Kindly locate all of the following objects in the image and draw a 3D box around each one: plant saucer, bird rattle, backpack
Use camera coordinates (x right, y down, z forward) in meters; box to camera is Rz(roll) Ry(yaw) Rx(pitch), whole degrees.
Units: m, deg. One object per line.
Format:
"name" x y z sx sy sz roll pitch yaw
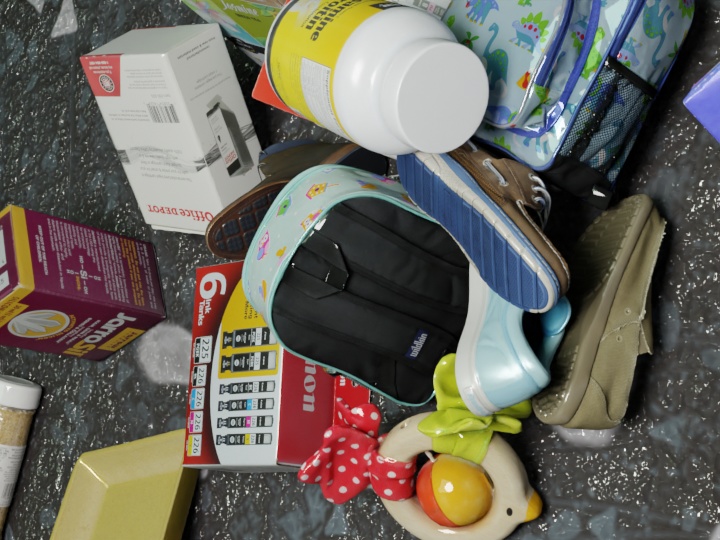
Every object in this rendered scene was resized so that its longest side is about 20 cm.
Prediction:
"plant saucer" -0.250 0.279 1.230 0.199 0.048 0.201 -18 46 38
"bird rattle" 0.058 0.166 0.959 0.199 0.113 0.164 -31 101 23
"backpack" 0.000 0.000 1.008 0.176 0.199 0.153 -58 39 15
"backpack" 0.159 -0.183 0.941 0.183 0.146 0.201 38 101 51

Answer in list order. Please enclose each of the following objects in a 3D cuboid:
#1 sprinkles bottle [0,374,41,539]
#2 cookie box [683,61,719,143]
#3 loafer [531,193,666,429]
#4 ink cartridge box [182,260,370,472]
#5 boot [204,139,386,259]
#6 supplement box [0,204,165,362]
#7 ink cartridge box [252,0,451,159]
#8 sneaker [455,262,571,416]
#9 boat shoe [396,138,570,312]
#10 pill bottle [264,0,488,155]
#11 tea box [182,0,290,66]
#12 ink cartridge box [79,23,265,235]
"sprinkles bottle" -0.449 0.232 1.436 0.068 0.068 0.202 14 89 42
"cookie box" 0.341 -0.100 0.755 0.200 0.075 0.171 47 115 2
"loafer" 0.195 0.036 0.918 0.076 0.067 0.201 -6 58 66
"ink cartridge box" -0.079 0.091 1.134 0.175 0.084 0.202 -9 73 39
"boot" -0.079 -0.072 1.131 0.097 0.199 0.075 25 134 51
"supplement box" -0.338 0.020 1.302 0.131 0.199 0.104 -32 60 31
"ink cartridge box" 0.023 -0.190 1.037 0.057 0.199 0.164 27 98 51
"sneaker" 0.132 0.027 0.914 0.082 0.074 0.201 -19 39 30
"boat shoe" 0.105 -0.049 0.890 0.200 0.072 0.073 51 157 39
"pill bottle" 0.012 -0.154 0.914 0.200 0.112 0.113 33 102 55
"tea box" -0.063 -0.281 1.126 0.199 0.196 0.134 23 81 43
"ink cartridge box" -0.187 -0.147 1.222 0.146 0.083 0.201 8 126 42
